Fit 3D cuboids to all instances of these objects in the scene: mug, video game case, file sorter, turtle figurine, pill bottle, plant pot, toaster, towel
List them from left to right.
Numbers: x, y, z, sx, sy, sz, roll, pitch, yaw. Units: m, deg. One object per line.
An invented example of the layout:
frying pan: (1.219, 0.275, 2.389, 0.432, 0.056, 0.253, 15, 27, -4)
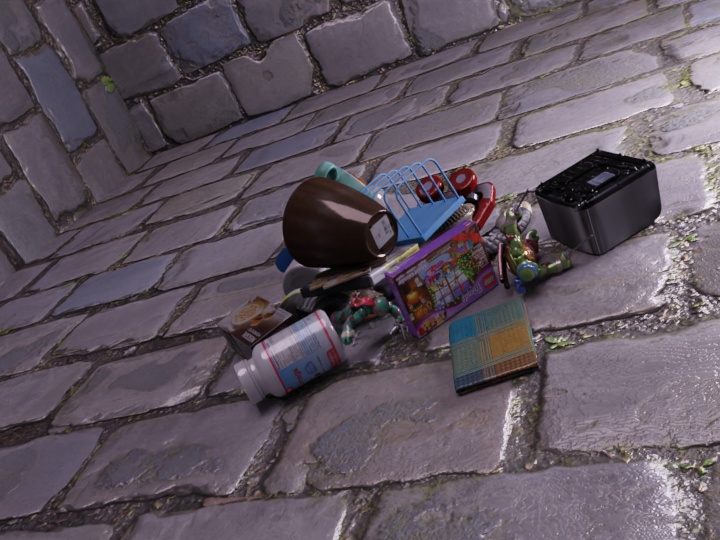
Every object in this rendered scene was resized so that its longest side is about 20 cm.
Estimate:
pill bottle: (-0.133, 0.167, 1.498, 0.198, 0.110, 0.109, -29, 24, -7)
pill bottle: (-0.094, -0.011, 1.810, 0.118, 0.121, 0.201, -14, 26, 24)
mug: (-0.064, -0.155, 1.781, 0.115, 0.184, 0.151, -56, 27, -11)
plant pot: (-0.025, -0.086, 1.588, 0.198, 0.189, 0.187, 12, 43, 46)
video game case: (0.000, 0.000, 1.635, 0.198, 0.026, 0.180, -11, 16, 42)
turtle figurine: (0.018, 0.085, 1.515, 0.147, 0.103, 0.199, -7, 0, -23)
file sorter: (0.090, -0.140, 1.668, 0.139, 0.123, 0.199, -44, 18, -25)
towel: (0.221, 0.126, 1.345, 0.145, 0.022, 0.201, -21, 26, 14)
turtle figurine: (0.330, -0.066, 1.482, 0.141, 0.203, 0.194, 10, 20, -5)
toaster: (0.449, -0.133, 1.522, 0.198, 0.120, 0.181, -30, 23, -12)

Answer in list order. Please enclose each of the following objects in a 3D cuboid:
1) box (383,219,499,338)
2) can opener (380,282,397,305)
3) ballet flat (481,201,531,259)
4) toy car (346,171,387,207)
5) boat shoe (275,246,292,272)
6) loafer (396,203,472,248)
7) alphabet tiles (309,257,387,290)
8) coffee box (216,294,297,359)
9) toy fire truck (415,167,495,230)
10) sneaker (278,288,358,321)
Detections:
box: (0.155, 0.015, 1.489, 0.199, 0.138, 0.039, -33, 24, -16)
can opener: (0.137, 0.011, 1.621, 0.198, 0.054, 0.067, -33, 24, -12)
ballet flat: (0.299, -0.091, 1.661, 0.066, 0.057, 0.200, 4, 37, 46)
toy car: (-0.034, -0.175, 2.046, 0.172, 0.152, 0.201, -15, 26, 21)
boat shoe: (-0.119, -0.049, 1.961, 0.198, 0.085, 0.068, -24, 0, 26)
loafer: (0.161, -0.068, 1.708, 0.199, 0.069, 0.076, -35, 42, 0)
alphabet tiles: (-0.021, -0.004, 1.615, 0.164, 0.006, 0.200, -20, 11, 8)
coffee box: (-0.208, 0.133, 1.675, 0.114, 0.080, 0.199, -37, 26, -18)
toy fire truck: (0.208, -0.124, 1.787, 0.197, 0.112, 0.170, -9, 54, 30)
sneaker: (-0.098, 0.082, 1.688, 0.197, 0.075, 0.081, -15, 30, 28)
